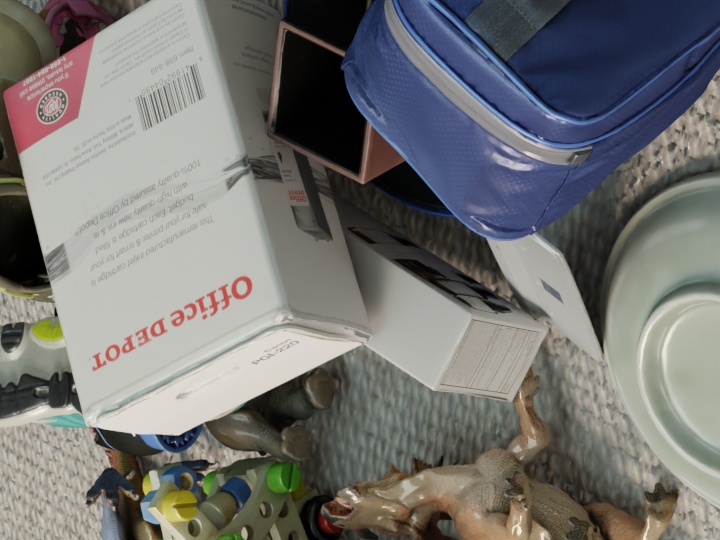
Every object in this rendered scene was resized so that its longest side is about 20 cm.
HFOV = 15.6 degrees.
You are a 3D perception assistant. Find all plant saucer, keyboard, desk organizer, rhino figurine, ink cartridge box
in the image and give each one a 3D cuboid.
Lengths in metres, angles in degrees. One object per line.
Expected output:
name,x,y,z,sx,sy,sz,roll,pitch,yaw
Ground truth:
plant saucer,0.195,0.050,1.329,0.200,0.050,0.201,20,123,34
keyboard,0.092,0.005,1.333,0.056,0.011,0.200,33,173,18
desk organizer,0.011,-0.151,1.311,0.072,0.077,0.201,27,127,28
rhino figurine,-0.082,0.018,1.549,0.087,0.060,0.201,-12,100,53
ink cartridge box,-0.093,-0.030,1.397,0.145,0.085,0.201,-27,67,29

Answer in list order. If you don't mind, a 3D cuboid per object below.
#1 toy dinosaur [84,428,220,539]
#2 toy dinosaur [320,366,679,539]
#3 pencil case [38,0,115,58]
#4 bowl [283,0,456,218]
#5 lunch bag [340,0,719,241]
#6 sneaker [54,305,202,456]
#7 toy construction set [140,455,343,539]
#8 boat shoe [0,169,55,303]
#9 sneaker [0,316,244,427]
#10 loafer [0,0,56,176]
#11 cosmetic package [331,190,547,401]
toy dinosaur,-0.109,0.201,1.684,0.200,0.105,0.182,-116,12,-53
toy dinosaur,0.091,0.147,1.452,0.200,0.086,0.136,38,138,7
pencil case,-0.218,-0.101,1.592,0.200,0.087,0.083,-20,119,44
bowl,0.042,-0.121,1.382,0.200,0.039,0.201,20,124,33
lunch bag,0.103,-0.128,1.219,0.136,0.200,0.132,45,151,7
sneaker,-0.164,0.023,1.616,0.078,0.070,0.201,-5,107,41
toy construction set,-0.061,0.196,1.572,0.092,0.131,0.201,7,116,39
boat shoe,-0.181,-0.015,1.475,0.060,0.201,0.072,35,95,35
sneaker,-0.143,0.058,1.538,0.199,0.080,0.078,-1,77,32
loafer,-0.224,-0.067,1.509,0.075,0.068,0.201,28,134,19
cosmetic package,0.000,0.000,1.431,0.200,0.082,0.051,33,100,32
